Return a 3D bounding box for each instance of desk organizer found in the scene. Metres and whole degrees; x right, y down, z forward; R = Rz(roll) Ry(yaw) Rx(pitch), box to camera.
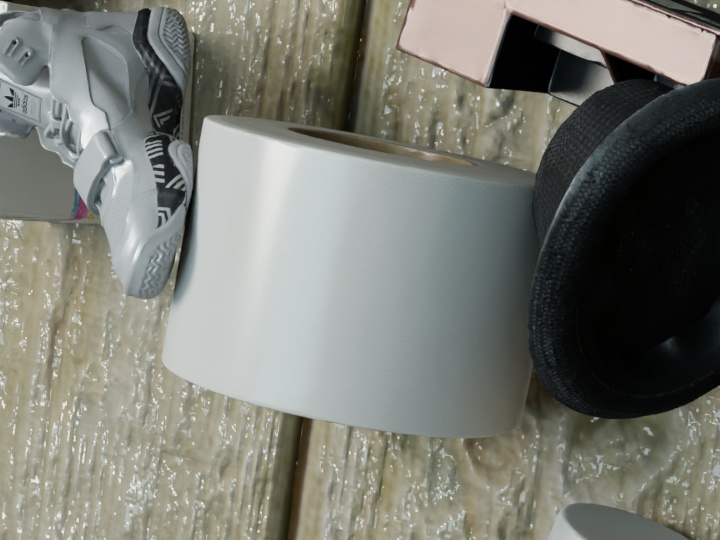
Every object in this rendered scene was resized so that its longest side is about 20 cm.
[{"bbox_3d":[0.121,-0.124,1.337,0.200,0.072,0.077,27,106,34],"label":"desk organizer"}]

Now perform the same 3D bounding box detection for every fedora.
[{"bbox_3d":[0.147,-0.025,1.260,0.201,0.200,0.092,-59,41,19],"label":"fedora"}]

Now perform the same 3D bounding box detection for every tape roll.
[{"bbox_3d":[0.000,0.000,1.341,0.202,0.202,0.140,14,97,35],"label":"tape roll"}]

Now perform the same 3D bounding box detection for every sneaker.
[{"bbox_3d":[-0.154,-0.070,1.351,0.075,0.114,0.201,110,162,-49],"label":"sneaker"}]

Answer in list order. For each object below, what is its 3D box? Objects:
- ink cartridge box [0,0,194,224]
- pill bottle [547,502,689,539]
[{"bbox_3d":[-0.215,-0.094,1.500,0.128,0.200,0.126,3,90,36],"label":"ink cartridge box"},{"bbox_3d":[0.115,0.234,1.304,0.113,0.113,0.201,29,105,33],"label":"pill bottle"}]
